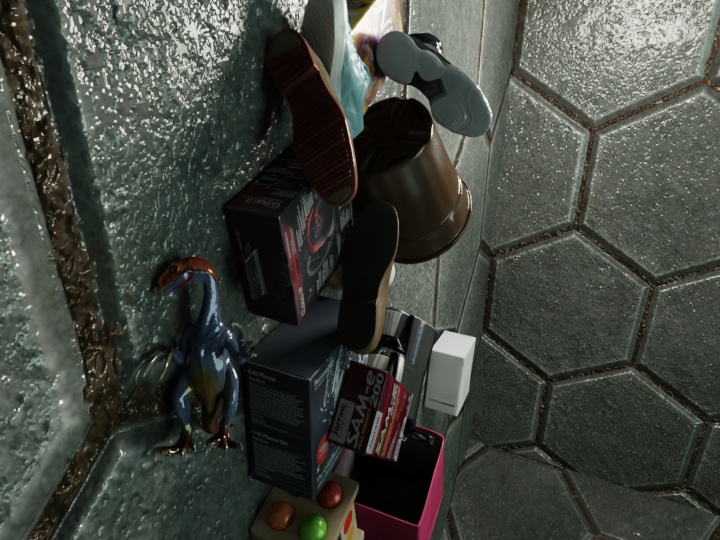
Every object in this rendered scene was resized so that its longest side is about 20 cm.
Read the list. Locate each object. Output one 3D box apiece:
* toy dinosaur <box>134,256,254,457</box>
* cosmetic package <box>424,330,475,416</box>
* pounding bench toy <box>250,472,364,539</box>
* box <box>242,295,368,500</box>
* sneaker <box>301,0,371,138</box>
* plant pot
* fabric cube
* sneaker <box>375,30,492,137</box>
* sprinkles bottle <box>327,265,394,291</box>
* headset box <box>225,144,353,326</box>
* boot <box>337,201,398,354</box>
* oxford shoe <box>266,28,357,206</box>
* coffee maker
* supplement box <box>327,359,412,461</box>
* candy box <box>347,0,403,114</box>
[{"bbox_3d":[-0.167,0.085,0.539,0.199,0.101,0.189,160,-69,-71],"label":"toy dinosaur"},{"bbox_3d":[0.302,0.339,1.806,0.198,0.119,0.208,-27,126,-65],"label":"cosmetic package"},{"bbox_3d":[-0.089,0.410,0.776,0.201,0.120,0.161,-56,149,-48],"label":"pounding bench toy"},{"bbox_3d":[-0.067,0.166,0.752,0.200,0.100,0.189,-45,139,-58],"label":"box"},{"bbox_3d":[-0.025,-0.259,0.682,0.081,0.074,0.205,-29,142,-30],"label":"sneaker"},{"bbox_3d":[0.070,-0.152,0.872,0.200,0.194,0.206,57,47,-52],"label":"plant pot"},{"bbox_3d":[0.059,0.453,1.099,0.202,0.189,0.205,-57,150,-46],"label":"fabric cube"},{"bbox_3d":[0.118,-0.285,0.790,0.076,0.198,0.115,-50,-175,36],"label":"sneaker"},{"bbox_3d":[0.000,0.000,0.906,0.199,0.066,0.071,5,96,-69],"label":"sprinkles bottle"},{"bbox_3d":[-0.080,-0.047,0.656,0.202,0.072,0.153,-58,151,-46],"label":"headset box"},{"bbox_3d":[0.013,0.011,0.723,0.076,0.071,0.208,49,50,-67],"label":"boot"},{"bbox_3d":[-0.041,-0.170,0.611,0.074,0.068,0.207,-4,75,-69],"label":"oxford shoe"},{"bbox_3d":[0.078,0.205,1.073,0.192,0.131,0.205,45,53,-36],"label":"coffee maker"},{"bbox_3d":[0.021,0.211,0.783,0.200,0.059,0.113,52,52,-64],"label":"supplement box"},{"bbox_3d":[0.007,-0.337,0.788,0.119,0.054,0.204,76,29,-46],"label":"candy box"}]
